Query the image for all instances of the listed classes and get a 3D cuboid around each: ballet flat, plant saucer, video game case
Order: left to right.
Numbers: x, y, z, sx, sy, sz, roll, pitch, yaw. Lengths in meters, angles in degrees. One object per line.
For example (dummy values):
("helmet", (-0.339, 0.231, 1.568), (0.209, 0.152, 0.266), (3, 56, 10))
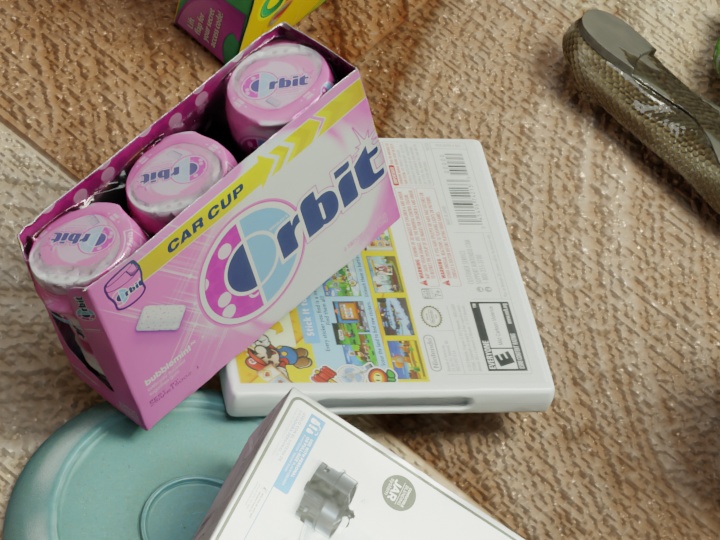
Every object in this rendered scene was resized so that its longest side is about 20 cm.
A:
("plant saucer", (-0.084, 0.139, 1.338), (0.199, 0.027, 0.201), (7, 53, -10))
("video game case", (0.000, 0.000, 1.450), (0.181, 0.023, 0.201), (0, 47, -15))
("ballet flat", (0.196, -0.078, 1.570), (0.200, 0.046, 0.067), (43, 35, 11))

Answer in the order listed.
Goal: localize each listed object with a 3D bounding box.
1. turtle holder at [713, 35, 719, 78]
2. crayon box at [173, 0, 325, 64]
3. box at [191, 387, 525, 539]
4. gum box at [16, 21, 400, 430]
("turtle holder", (0.310, -0.120, 1.583), (0.132, 0.185, 0.141), (-44, 106, -35))
("crayon box", (-0.020, -0.236, 1.523), (0.058, 0.200, 0.172), (38, 54, 14))
("box", (0.015, 0.164, 1.298), (0.200, 0.060, 0.117), (35, 52, -5))
("gum box", (-0.080, -0.020, 1.353), (0.200, 0.114, 0.066), (-41, 51, -20))
